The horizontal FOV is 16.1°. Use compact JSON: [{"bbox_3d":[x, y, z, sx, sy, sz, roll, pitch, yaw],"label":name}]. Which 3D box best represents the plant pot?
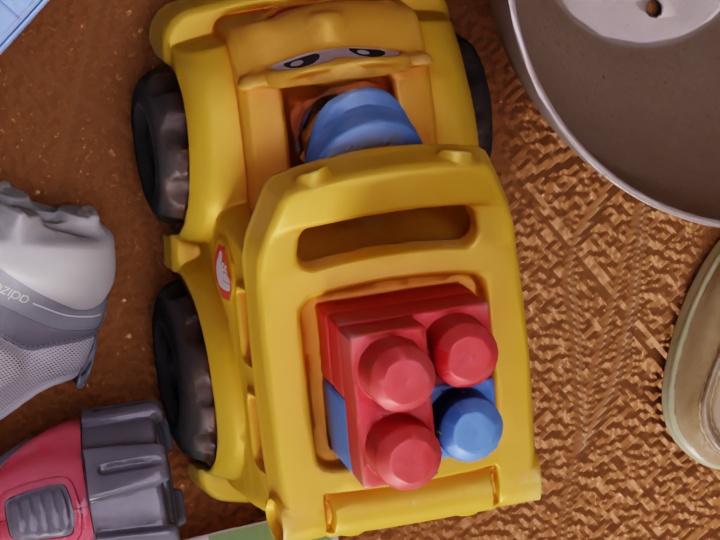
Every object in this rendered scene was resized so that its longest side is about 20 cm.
[{"bbox_3d":[0.130,-0.124,0.951,0.200,0.134,0.200,-3,101,-14],"label":"plant pot"}]

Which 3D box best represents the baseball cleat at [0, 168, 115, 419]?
[{"bbox_3d":[-0.191,0.008,0.928,0.200,0.070,0.107,10,104,-13],"label":"baseball cleat"}]

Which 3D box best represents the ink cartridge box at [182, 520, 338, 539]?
[{"bbox_3d":[-0.093,0.180,0.959,0.200,0.048,0.146,-11,66,-13],"label":"ink cartridge box"}]

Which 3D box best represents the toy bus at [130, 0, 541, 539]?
[{"bbox_3d":[0.000,0.000,0.913,0.136,0.192,0.200,-8,101,-12],"label":"toy bus"}]

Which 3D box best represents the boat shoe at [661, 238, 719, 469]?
[{"bbox_3d":[0.196,-0.004,1.029,0.073,0.063,0.201,39,89,-18],"label":"boat shoe"}]

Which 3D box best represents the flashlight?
[{"bbox_3d":[-0.166,0.095,0.942,0.200,0.068,0.068,-10,133,1],"label":"flashlight"}]

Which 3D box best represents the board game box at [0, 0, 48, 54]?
[{"bbox_3d":[-0.205,-0.128,0.850,0.200,0.037,0.151,42,95,-7],"label":"board game box"}]
